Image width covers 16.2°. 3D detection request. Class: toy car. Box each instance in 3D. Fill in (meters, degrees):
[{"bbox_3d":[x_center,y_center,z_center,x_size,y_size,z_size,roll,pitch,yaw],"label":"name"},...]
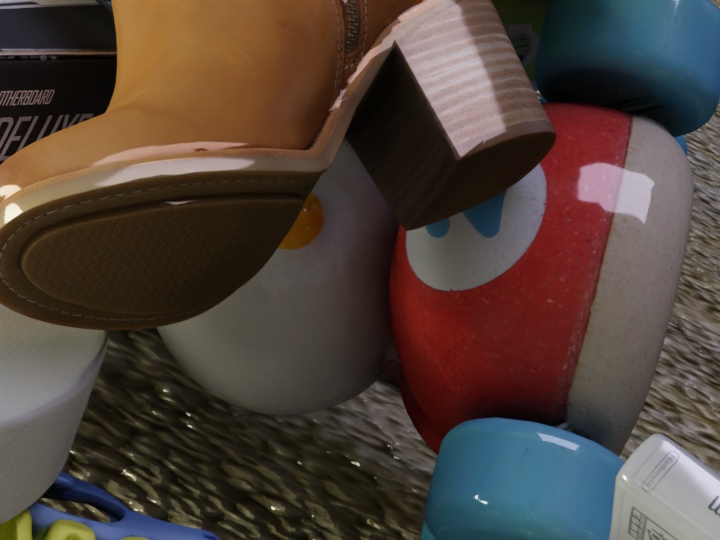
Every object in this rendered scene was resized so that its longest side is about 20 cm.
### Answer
[{"bbox_3d":[0.000,0.000,0.826,0.199,0.185,0.177,13,-20,3],"label":"toy car"}]

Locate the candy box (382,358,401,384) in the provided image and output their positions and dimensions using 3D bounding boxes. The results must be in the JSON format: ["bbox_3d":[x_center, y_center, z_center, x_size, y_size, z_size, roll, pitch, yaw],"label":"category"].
[{"bbox_3d":[0.060,0.005,1.087,0.116,0.057,0.200,31,22,3],"label":"candy box"}]

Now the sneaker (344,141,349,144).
[{"bbox_3d":[-0.058,-0.098,0.918,0.199,0.100,0.071,11,0,-30],"label":"sneaker"}]

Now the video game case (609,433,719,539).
[{"bbox_3d":[0.145,0.146,0.728,0.182,0.024,0.200,37,-22,20],"label":"video game case"}]

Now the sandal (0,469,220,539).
[{"bbox_3d":[-0.067,0.088,0.700,0.199,0.080,0.087,25,17,-13],"label":"sandal"}]

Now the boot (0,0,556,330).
[{"bbox_3d":[-0.053,-0.072,0.706,0.199,0.074,0.155,-15,66,-44],"label":"boot"}]

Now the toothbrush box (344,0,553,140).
[{"bbox_3d":[0.035,-0.151,0.839,0.086,0.200,0.146,-5,68,-27],"label":"toothbrush box"}]

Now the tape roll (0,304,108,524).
[{"bbox_3d":[-0.165,0.001,0.663,0.202,0.037,0.203,19,23,-8],"label":"tape roll"}]

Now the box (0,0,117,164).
[{"bbox_3d":[-0.170,-0.097,0.751,0.200,0.050,0.157,39,23,25],"label":"box"}]
